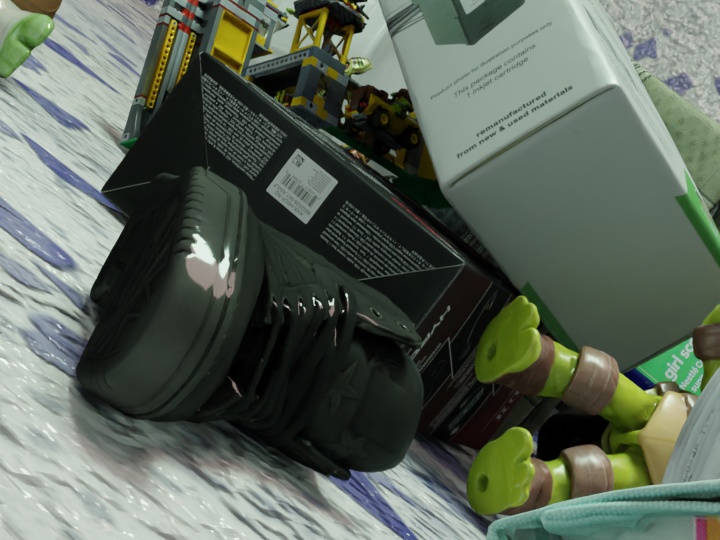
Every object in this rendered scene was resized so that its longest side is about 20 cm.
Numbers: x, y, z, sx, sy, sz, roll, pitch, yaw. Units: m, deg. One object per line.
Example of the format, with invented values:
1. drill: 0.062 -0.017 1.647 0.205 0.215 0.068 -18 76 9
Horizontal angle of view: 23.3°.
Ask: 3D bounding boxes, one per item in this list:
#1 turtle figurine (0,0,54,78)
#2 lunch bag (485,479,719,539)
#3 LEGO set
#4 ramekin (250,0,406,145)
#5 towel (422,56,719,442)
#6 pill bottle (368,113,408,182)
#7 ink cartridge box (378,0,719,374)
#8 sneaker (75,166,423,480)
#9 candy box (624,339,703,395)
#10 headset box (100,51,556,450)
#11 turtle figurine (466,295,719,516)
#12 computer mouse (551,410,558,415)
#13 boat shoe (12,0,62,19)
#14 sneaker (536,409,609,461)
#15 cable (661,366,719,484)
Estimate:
1. turtle figurine: -0.195 -0.192 0.779 0.194 0.200 0.145 40 37 -19
2. lunch bag: 0.130 0.111 0.389 0.199 0.123 0.170 30 3 25
3. LEGO set: -0.027 -0.103 0.927 0.153 0.117 0.199 26 -22 -29
4. ramekin: -0.005 -0.106 1.132 0.094 0.204 0.202 25 -2 26
5. towel: 0.092 -0.022 0.894 0.034 0.193 0.200 35 10 -39
6. pill bottle: 0.094 -0.017 1.075 0.199 0.112 0.111 21 13 -35
7. ink cartridge box: 0.083 -0.072 0.781 0.146 0.084 0.201 49 17 -38
8. sneaker: -0.021 0.019 0.485 0.104 0.060 0.200 32 2 -12
9. candy box: 0.213 0.112 0.948 0.199 0.077 0.169 38 -22 6
10. headset box: 0.000 0.000 0.763 0.148 0.075 0.200 40 5 21
11. turtle figurine: 0.122 0.060 0.696 0.160 0.202 0.064 15 -8 -24
12. computer mouse: 0.170 0.093 1.108 0.109 0.044 0.200 40 -23 -6
13. boat shoe: -0.234 -0.207 1.034 0.076 0.074 0.200 40 5 26
14. sneaker: 0.123 0.096 0.822 0.090 0.067 0.200 42 6 2
15. cable: 0.198 0.093 0.616 0.198 0.202 0.069 12 6 -15
